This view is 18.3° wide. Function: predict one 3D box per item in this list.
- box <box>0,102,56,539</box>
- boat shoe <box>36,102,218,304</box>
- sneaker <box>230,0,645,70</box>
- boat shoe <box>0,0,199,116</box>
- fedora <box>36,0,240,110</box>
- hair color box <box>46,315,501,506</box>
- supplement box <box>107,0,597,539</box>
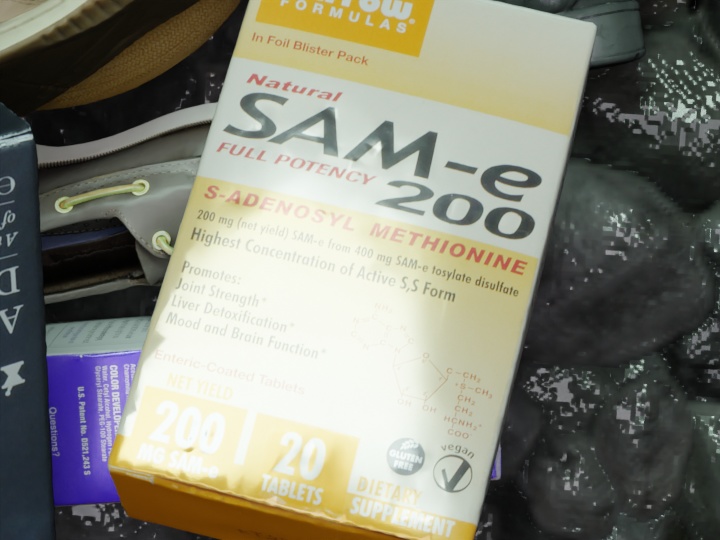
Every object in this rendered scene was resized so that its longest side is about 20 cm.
[{"bbox_3d":[-0.189,0.041,0.726,0.148,0.107,0.200,-17,124,-30],"label":"box"},{"bbox_3d":[-0.087,-0.021,0.877,0.200,0.072,0.060,-8,60,3],"label":"boat shoe"},{"bbox_3d":[0.043,-0.126,0.888,0.199,0.060,0.104,-7,94,-4],"label":"sneaker"},{"bbox_3d":[-0.113,-0.107,0.800,0.200,0.074,0.066,-30,79,3],"label":"boat shoe"},{"bbox_3d":[-0.118,-0.164,0.867,0.200,0.082,0.201,0,95,-1],"label":"fedora"},{"bbox_3d":[-0.048,0.050,0.874,0.200,0.109,0.065,-5,95,0],"label":"hair color box"},{"bbox_3d":[0.000,0.000,0.787,0.126,0.074,0.200,13,71,5],"label":"supplement box"}]
